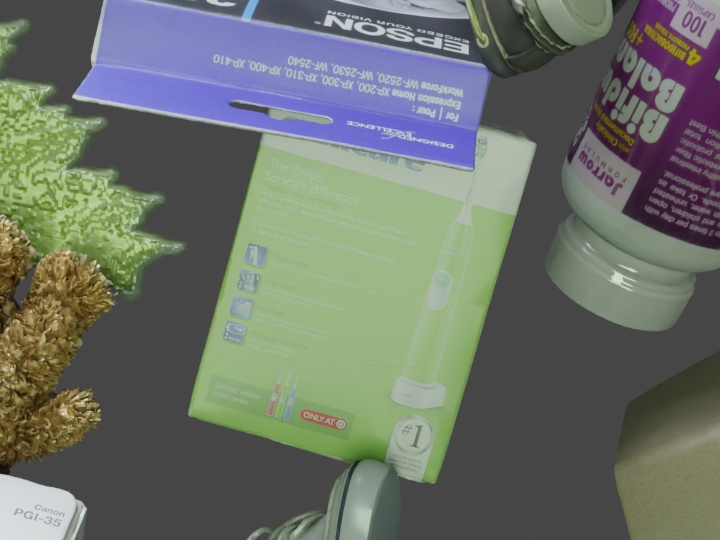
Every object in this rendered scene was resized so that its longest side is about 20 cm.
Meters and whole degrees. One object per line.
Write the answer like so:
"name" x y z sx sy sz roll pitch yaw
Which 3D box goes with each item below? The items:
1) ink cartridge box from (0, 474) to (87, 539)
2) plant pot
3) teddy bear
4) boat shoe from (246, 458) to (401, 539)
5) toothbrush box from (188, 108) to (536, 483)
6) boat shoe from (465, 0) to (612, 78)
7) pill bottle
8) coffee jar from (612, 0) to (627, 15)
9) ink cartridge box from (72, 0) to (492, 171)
"ink cartridge box" -0.245 0.206 0.923 0.146 0.083 0.200 15 127 0
"plant pot" 0.243 0.133 0.894 0.177 0.200 0.200 -14 99 16
"teddy bear" -0.221 0.066 0.942 0.145 0.067 0.200 41 97 -14
"boat shoe" -0.030 0.174 0.932 0.086 0.075 0.202 17 136 10
"toothbrush box" 0.000 0.000 0.922 0.146 0.086 0.200 15 100 -2
"boat shoe" 0.070 -0.192 0.817 0.060 0.072 0.202 -29 61 36
"pill bottle" 0.176 -0.071 0.882 0.112 0.112 0.200 22 114 -2
"coffee jar" 0.161 -0.241 0.878 0.104 0.085 0.200 44 98 10
"ink cartridge box" -0.031 -0.118 0.847 0.198 0.200 0.043 10 115 -1
